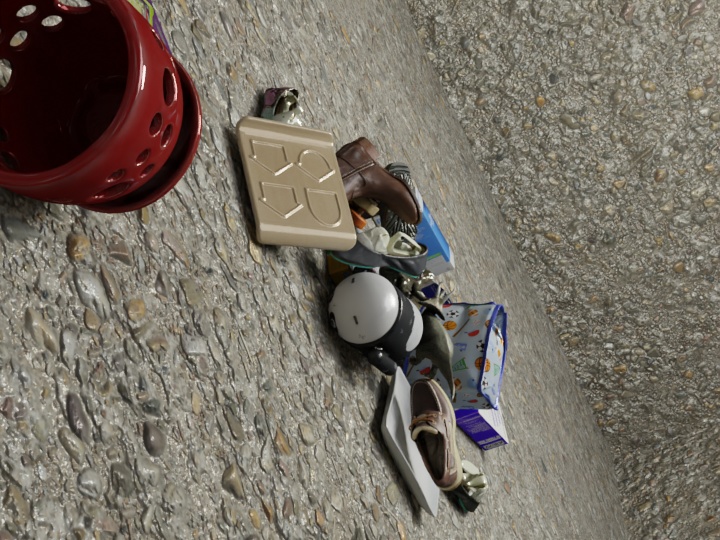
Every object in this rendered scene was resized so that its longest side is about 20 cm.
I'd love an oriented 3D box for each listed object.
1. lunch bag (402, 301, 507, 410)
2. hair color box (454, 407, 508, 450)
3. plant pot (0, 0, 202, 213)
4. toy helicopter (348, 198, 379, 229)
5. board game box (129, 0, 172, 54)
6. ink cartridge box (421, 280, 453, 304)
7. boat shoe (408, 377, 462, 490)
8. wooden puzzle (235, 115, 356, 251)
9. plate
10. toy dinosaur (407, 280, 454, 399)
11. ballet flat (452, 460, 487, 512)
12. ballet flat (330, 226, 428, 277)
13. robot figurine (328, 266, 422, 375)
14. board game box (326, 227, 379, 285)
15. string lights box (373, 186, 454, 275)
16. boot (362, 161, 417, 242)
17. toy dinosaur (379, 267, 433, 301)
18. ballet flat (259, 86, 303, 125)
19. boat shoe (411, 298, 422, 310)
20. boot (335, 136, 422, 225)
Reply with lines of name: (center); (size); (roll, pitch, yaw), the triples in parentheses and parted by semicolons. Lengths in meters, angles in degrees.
lunch bag: (0.181, 0.154, 1.919); (0.124, 0.170, 0.201); (51, 43, -52)
hair color box: (0.254, 0.306, 2.241); (0.200, 0.065, 0.110); (45, 28, -50)
plant pot: (-0.259, -0.156, 0.959); (0.182, 0.200, 0.201); (30, 41, -76)
toy helicopter: (-0.045, -0.167, 1.790); (0.200, 0.079, 0.132); (41, 7, -20)
board game box: (-0.293, -0.317, 1.329); (0.120, 0.032, 0.201); (-15, 83, -78)
ink cartridge box: (0.124, 0.035, 2.054); (0.200, 0.037, 0.095); (39, -14, 52)
boat shoe: (0.119, 0.271, 1.741); (0.072, 0.072, 0.201); (34, 40, -56)
wooden puzzle: (-0.104, -0.126, 1.570); (0.185, 0.046, 0.201); (4, 67, -40)
plate: (0.085, 0.295, 1.773); (0.200, 0.032, 0.200); (63, 18, -19)
toy dinosaur: (0.122, 0.124, 1.768); (0.077, 0.102, 0.200); (8, 52, -24)
ballet flat: (0.200, 0.403, 1.941); (0.200, 0.068, 0.068); (50, 24, -48)
ballet flat: (0.038, -0.038, 1.692); (0.200, 0.073, 0.073); (12, 55, -41)
robot figurine: (0.026, 0.082, 1.694); (0.150, 0.125, 0.200); (35, -4, 33)
board game box: (0.000, 0.000, 1.847); (0.200, 0.040, 0.153); (52, 23, -45)
string lights box: (0.115, -0.072, 2.187); (0.200, 0.103, 0.059); (58, 20, -34)
boot: (0.029, -0.109, 1.896); (0.072, 0.200, 0.182); (6, 82, -29)
toy dinosaur: (0.067, 0.022, 1.842); (0.200, 0.077, 0.102); (18, 35, -56)
ballet flat: (-0.128, -0.248, 1.688); (0.200, 0.071, 0.069); (-89, 153, -51)
boat shoe: (0.102, 0.100, 2.028); (0.065, 0.071, 0.200); (-50, 122, -30)
boot: (-0.019, -0.107, 1.670); (0.200, 0.064, 0.186); (-35, 80, -34)
